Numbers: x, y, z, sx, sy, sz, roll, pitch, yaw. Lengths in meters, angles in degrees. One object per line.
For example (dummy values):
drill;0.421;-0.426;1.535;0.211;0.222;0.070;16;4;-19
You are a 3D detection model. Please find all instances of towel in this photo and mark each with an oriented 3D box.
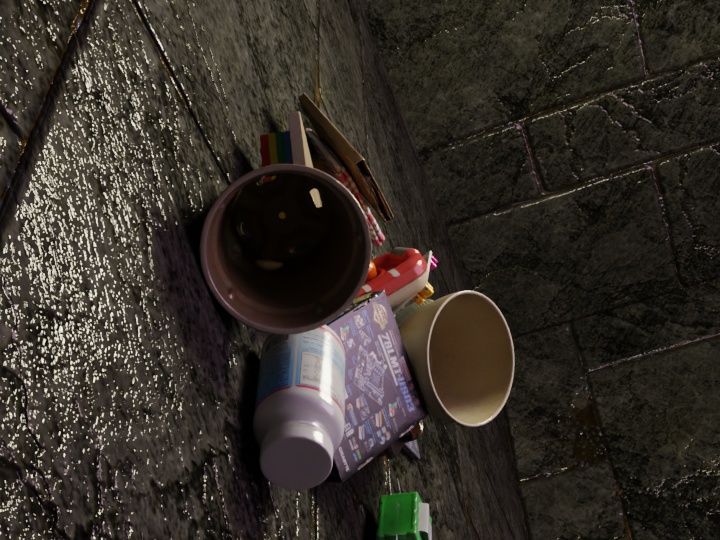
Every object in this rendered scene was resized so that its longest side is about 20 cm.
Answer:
towel;-0.032;-0.142;1.799;0.146;0.030;0.201;49;-8;47

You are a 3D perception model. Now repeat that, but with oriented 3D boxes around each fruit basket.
fruit basket;0.079;0.451;1.585;0.186;0.093;0.202;-78;153;-68

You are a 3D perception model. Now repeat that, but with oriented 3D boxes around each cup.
cup;0.119;0.138;1.585;0.199;0.142;0.203;8;79;-43

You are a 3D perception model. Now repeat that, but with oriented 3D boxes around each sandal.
sandal;0.071;0.239;1.596;0.200;0.054;0.083;11;62;-70

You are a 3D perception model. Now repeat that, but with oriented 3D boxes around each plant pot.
plant pot;-0.093;-0.048;1.272;0.184;0.198;0.202;-107;177;-73

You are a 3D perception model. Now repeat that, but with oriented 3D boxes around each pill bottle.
pill bottle;-0.071;0.158;1.224;0.201;0.108;0.109;-89;159;-56

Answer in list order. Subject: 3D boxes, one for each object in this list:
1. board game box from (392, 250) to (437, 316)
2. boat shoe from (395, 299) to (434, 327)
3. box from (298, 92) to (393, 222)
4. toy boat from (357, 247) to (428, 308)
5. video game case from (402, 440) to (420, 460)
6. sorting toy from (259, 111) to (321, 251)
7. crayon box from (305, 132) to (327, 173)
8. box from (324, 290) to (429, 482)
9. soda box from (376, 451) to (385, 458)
board game box;0.051;0.065;1.748;0.026;0.200;0.200;44;16;-7
boat shoe;0.075;0.108;1.724;0.062;0.200;0.075;45;48;-4
box;-0.025;-0.188;1.720;0.200;0.021;0.164;53;-3;38
toy boat;0.000;0.000;1.599;0.130;0.199;0.132;7;-57;62
video game case;0.071;0.273;1.992;0.200;0.019;0.144;55;21;-61
sorting toy;-0.096;-0.086;1.499;0.201;0.069;0.200;79;2;-49
crayon box;-0.075;-0.115;1.725;0.120;0.058;0.201;-98;166;-45
box;-0.009;0.157;1.430;0.198;0.049;0.202;-31;106;-43
soda box;0.035;0.258;1.699;0.200;0.069;0.064;-14;85;-79
